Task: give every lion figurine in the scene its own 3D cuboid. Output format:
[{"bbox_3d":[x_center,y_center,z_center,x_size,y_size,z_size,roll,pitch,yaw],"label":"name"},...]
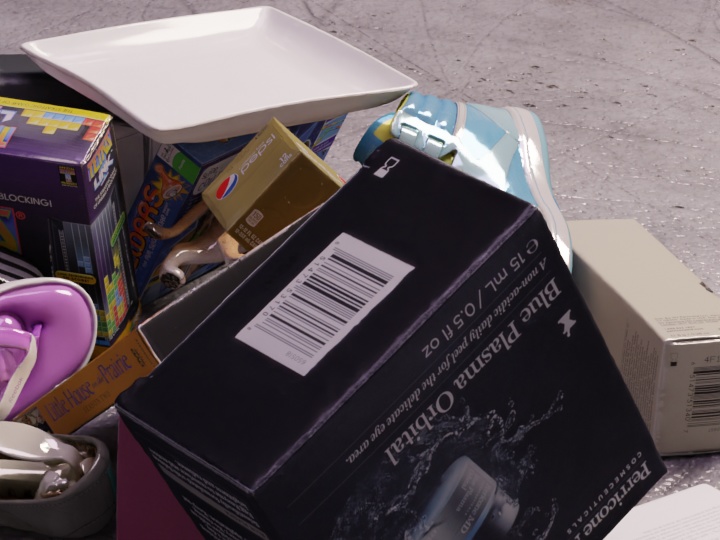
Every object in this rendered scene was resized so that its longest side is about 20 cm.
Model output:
[{"bbox_3d":[-0.037,-0.015,1.706,0.200,0.072,0.123,31,46,-10],"label":"lion figurine"}]

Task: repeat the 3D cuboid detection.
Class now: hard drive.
[{"bbox_3d":[-0.259,-0.128,1.822,0.199,0.033,0.140,-3,12,-20],"label":"hard drive"}]

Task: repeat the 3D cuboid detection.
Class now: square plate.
[{"bbox_3d":[-0.096,-0.128,1.740,0.197,0.029,0.200,-12,26,-31],"label":"square plate"}]

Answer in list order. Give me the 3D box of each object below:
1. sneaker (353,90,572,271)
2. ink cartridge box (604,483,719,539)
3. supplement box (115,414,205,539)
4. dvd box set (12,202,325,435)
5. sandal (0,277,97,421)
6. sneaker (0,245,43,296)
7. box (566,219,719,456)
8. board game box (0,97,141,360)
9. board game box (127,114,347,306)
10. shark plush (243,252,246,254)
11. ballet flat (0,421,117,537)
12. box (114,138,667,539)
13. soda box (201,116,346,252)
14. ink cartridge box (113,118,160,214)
[{"bbox_3d":[0.060,-0.037,1.696,0.130,0.080,0.200,13,39,-20],"label":"sneaker"},{"bbox_3d":[0.165,0.181,1.350,0.199,0.044,0.173,-14,28,-35],"label":"ink cartridge box"},{"bbox_3d":[-0.031,0.097,1.454,0.130,0.104,0.200,14,25,23],"label":"supplement box"},{"bbox_3d":[-0.105,0.035,1.494,0.146,0.029,0.200,-34,1,-32],"label":"dvd box set"},{"bbox_3d":[-0.233,0.067,1.530,0.202,0.083,0.050,-26,15,-29],"label":"sandal"},{"bbox_3d":[-0.298,0.018,1.587,0.199,0.116,0.075,26,24,-20],"label":"sneaker"},{"bbox_3d":[0.179,0.039,1.657,0.068,0.083,0.200,-3,24,-17],"label":"box"},{"bbox_3d":[-0.246,-0.033,1.656,0.199,0.166,0.057,9,44,16],"label":"board game box"},{"bbox_3d":[-0.087,-0.060,1.790,0.034,0.136,0.200,39,34,15],"label":"board game box"},{"bbox_3d":[0.015,-0.016,1.816,0.199,0.091,0.083,-23,-15,0],"label":"shark plush"},{"bbox_3d":[-0.231,0.104,1.447,0.199,0.064,0.068,6,46,4],"label":"ballet flat"},{"bbox_3d":[0.021,0.081,1.276,0.197,0.200,0.117,-44,42,-17],"label":"box"},{"bbox_3d":[0.000,0.000,1.593,0.200,0.068,0.064,41,4,-29],"label":"soda box"},{"bbox_3d":[-0.216,-0.063,1.803,0.146,0.083,0.200,6,12,18],"label":"ink cartridge box"}]
